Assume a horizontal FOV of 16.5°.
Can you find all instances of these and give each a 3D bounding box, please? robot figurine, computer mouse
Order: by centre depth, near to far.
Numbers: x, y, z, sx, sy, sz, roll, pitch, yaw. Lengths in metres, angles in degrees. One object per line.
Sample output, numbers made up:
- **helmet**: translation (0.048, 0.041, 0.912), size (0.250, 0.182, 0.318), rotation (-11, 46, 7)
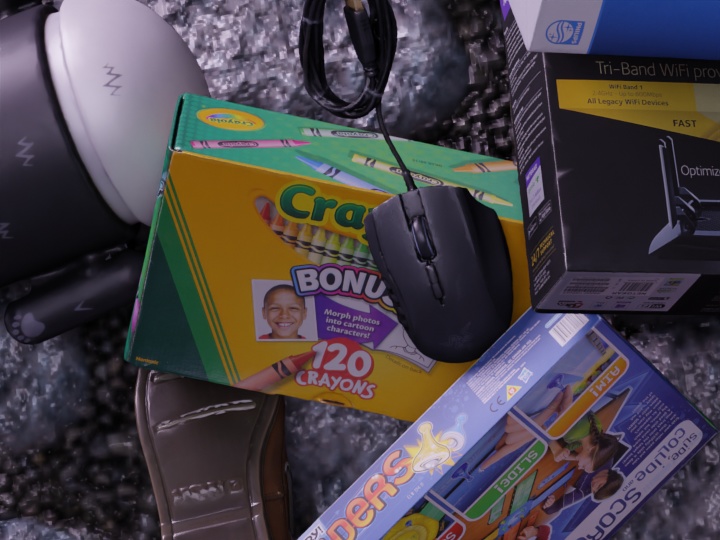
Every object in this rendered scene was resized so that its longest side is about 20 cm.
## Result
- **computer mouse**: translation (0.019, -0.040, 1.077), size (0.058, 0.034, 0.200), rotation (-17, 118, 12)
- **robot figurine**: translation (-0.168, -0.058, 1.213), size (0.199, 0.125, 0.150), rotation (-20, 126, 9)

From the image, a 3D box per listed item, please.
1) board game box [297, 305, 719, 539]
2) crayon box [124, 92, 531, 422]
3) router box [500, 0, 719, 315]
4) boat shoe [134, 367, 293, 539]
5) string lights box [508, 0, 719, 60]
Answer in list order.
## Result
- **board game box**: translation (0.060, 0.110, 1.149), size (0.200, 0.135, 0.034), rotation (-45, 49, 4)
- **crayon box**: translation (0.000, 0.000, 1.155), size (0.199, 0.058, 0.119), rotation (11, 121, -5)
- **router box**: translation (0.168, -0.061, 1.104), size (0.199, 0.052, 0.158), rotation (2, 68, -14)
- **boat shoe**: translation (-0.069, 0.100, 1.206), size (0.072, 0.068, 0.201), rotation (-4, 62, 6)
- **string lights box**: translation (0.160, -0.140, 1.058), size (0.199, 0.103, 0.059), rotation (2, 130, -14)
